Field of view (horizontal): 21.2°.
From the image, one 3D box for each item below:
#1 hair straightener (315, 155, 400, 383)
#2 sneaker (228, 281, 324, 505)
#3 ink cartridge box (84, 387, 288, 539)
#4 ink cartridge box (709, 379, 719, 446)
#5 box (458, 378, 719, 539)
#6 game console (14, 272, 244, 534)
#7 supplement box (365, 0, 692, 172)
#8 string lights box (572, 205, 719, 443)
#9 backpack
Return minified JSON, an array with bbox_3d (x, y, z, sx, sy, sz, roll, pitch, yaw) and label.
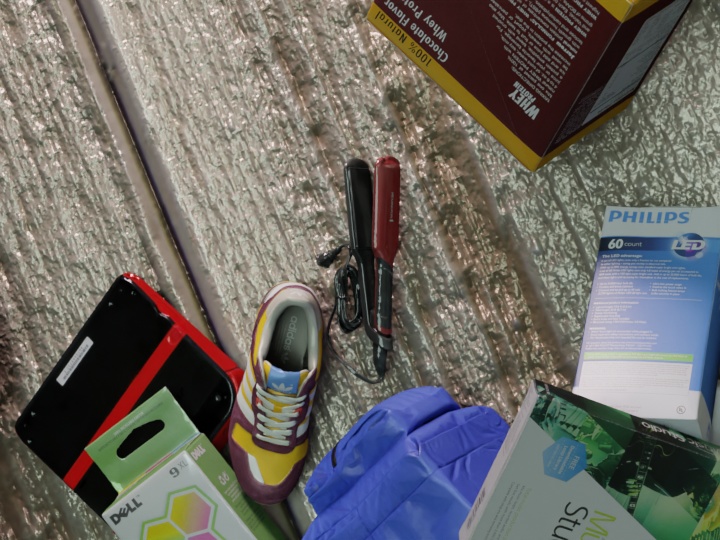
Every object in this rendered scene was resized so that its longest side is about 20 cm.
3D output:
[{"bbox_3d":[0.000,0.000,1.688,0.077,0.041,0.201,2,98,37],"label":"hair straightener"},{"bbox_3d":[-0.074,0.110,1.675,0.075,0.090,0.201,5,94,-4],"label":"sneaker"},{"bbox_3d":[-0.157,0.217,1.712,0.104,0.059,0.200,-37,92,17],"label":"ink cartridge box"},{"bbox_3d":[0.309,0.162,1.536,0.199,0.086,0.147,1,91,21],"label":"ink cartridge box"},{"bbox_3d":[0.193,0.180,1.454,0.199,0.036,0.145,19,111,-11],"label":"box"},{"bbox_3d":[-0.209,0.130,1.775,0.177,0.031,0.200,42,105,18],"label":"game console"},{"bbox_3d":[0.142,-0.228,1.520,0.197,0.133,0.200,44,141,15],"label":"supplement box"},{"bbox_3d":[0.234,0.044,1.522,0.102,0.059,0.201,1,56,22],"label":"string lights box"},{"bbox_3d":[0.039,0.209,1.610,0.168,0.162,0.200,49,120,20],"label":"backpack"}]
